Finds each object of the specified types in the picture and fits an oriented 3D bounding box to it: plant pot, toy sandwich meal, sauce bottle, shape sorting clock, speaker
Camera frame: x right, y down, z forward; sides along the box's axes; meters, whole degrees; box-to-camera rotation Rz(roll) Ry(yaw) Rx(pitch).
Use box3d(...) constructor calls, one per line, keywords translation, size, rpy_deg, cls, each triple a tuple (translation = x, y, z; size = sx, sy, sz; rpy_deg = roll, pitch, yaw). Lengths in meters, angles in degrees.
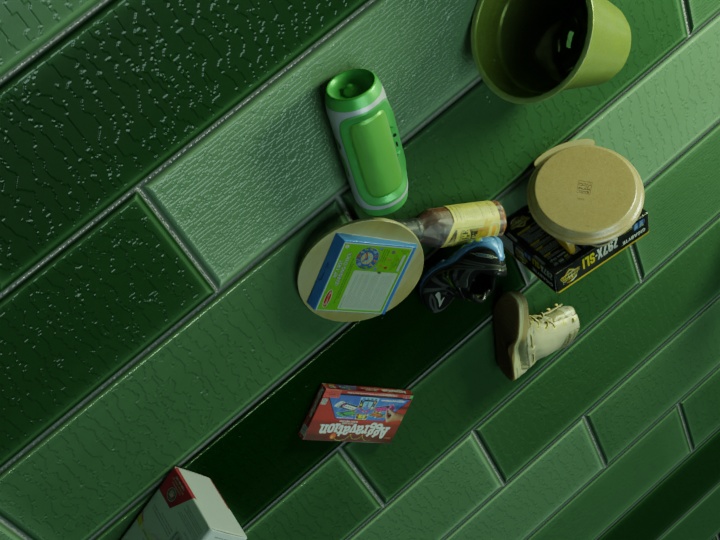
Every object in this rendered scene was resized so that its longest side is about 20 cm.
box3d(translation=(0.291, -0.335, 1.477), size=(0.188, 0.199, 0.203), rpy_deg=(-5, 123, -47), cls="plant pot")
box3d(translation=(0.353, -0.117, 1.649), size=(0.204, 0.206, 0.071), rpy_deg=(-35, 150, -10), cls="toy sandwich meal")
box3d(translation=(0.134, -0.068, 1.614), size=(0.197, 0.066, 0.067), rpy_deg=(-10, 125, -26), cls="sauce bottle")
box3d(translation=(0.000, 0.000, 1.558), size=(0.197, 0.040, 0.202), rpy_deg=(-13, 136, -13), cls="shape sorting clock")
box3d(translation=(0.011, -0.176, 1.435), size=(0.088, 0.088, 0.202), rpy_deg=(-31, 133, -14), cls="speaker")

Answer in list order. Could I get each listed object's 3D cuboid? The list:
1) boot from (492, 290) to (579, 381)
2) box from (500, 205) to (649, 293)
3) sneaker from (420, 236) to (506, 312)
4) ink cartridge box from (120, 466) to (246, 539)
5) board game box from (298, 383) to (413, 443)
box3d(translation=(0.318, 0.092, 1.849), size=(0.154, 0.073, 0.202), rpy_deg=(-25, 133, -19), cls="boot")
box3d(translation=(0.349, -0.069, 1.701), size=(0.198, 0.160, 0.050), rpy_deg=(-32, 134, -14), cls="box")
box3d(translation=(0.160, 0.020, 1.632), size=(0.070, 0.084, 0.199), rpy_deg=(-3, 156, -35), cls="sneaker")
box3d(translation=(-0.288, 0.432, 1.592), size=(0.082, 0.146, 0.201), rpy_deg=(30, 101, -46), cls="ink cartridge box")
box3d(translation=(-0.005, 0.245, 1.758), size=(0.198, 0.019, 0.104), rpy_deg=(9, 115, -40), cls="board game box")
